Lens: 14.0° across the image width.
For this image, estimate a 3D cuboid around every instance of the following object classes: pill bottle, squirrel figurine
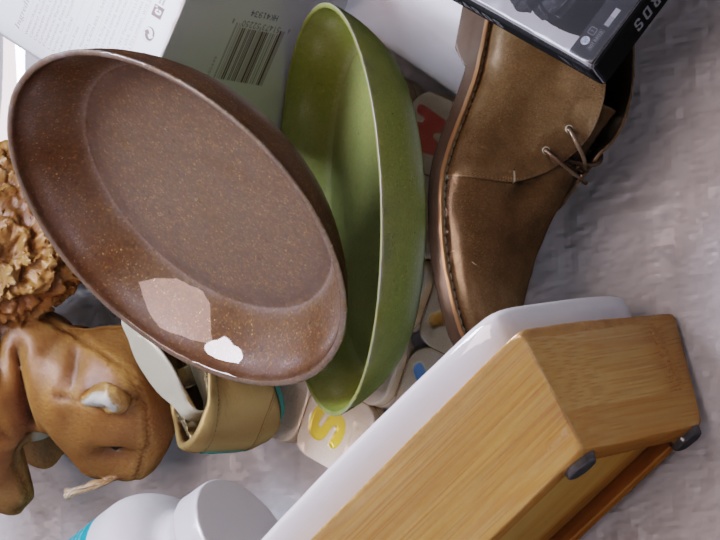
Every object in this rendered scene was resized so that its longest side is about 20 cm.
[{"bbox_3d":[-0.127,0.189,1.524,0.200,0.111,0.111,-39,65,28],"label":"pill bottle"},{"bbox_3d":[-0.185,0.033,1.549,0.187,0.142,0.200,6,111,29],"label":"squirrel figurine"}]

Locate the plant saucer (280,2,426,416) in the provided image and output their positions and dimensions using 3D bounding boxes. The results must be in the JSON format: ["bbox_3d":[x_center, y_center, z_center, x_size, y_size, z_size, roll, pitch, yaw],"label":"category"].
[{"bbox_3d":[-0.003,-0.030,1.418,0.200,0.031,0.200,178,90,-74],"label":"plant saucer"}]

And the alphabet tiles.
[{"bbox_3d":[0.000,0.000,1.496,0.196,0.015,0.200,27,102,41],"label":"alphabet tiles"}]

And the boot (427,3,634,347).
[{"bbox_3d":[0.081,-0.053,1.375,0.075,0.074,0.200,3,77,25],"label":"boot"}]

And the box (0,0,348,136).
[{"bbox_3d":[-0.125,-0.155,1.510,0.200,0.124,0.098,33,107,33],"label":"box"}]

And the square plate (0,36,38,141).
[{"bbox_3d":[-0.140,-0.104,1.612,0.198,0.028,0.200,-1,85,36],"label":"square plate"}]

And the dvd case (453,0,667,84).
[{"bbox_3d":[0.081,-0.192,1.388,0.200,0.025,0.150,33,83,32],"label":"dvd case"}]

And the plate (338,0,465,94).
[{"bbox_3d":[0.067,-0.194,1.465,0.200,0.032,0.200,36,108,33],"label":"plate"}]

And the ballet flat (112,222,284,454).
[{"bbox_3d":[-0.099,0.000,1.499,0.069,0.063,0.200,-35,76,54],"label":"ballet flat"}]

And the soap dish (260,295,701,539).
[{"bbox_3d":[0.057,0.102,1.372,0.200,0.157,0.081,-47,70,24],"label":"soap dish"}]

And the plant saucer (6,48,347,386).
[{"bbox_3d":[-0.081,-0.032,1.400,0.200,0.037,0.200,26,142,22],"label":"plant saucer"}]
